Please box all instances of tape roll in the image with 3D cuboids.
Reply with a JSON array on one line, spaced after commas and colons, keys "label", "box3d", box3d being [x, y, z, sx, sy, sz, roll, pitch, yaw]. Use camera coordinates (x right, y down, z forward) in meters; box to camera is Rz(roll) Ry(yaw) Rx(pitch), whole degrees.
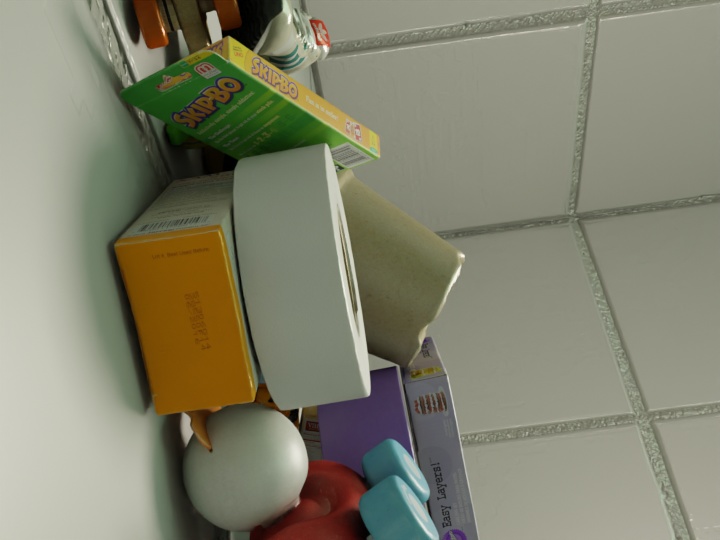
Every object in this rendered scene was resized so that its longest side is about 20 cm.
[{"label": "tape roll", "box3d": [0.016, 0.202, 0.858, 0.200, 0.085, 0.201, -11, 90, -88]}, {"label": "tape roll", "box3d": [-0.042, 0.006, 0.666, 0.202, 0.070, 0.203, -10, 90, -88]}]

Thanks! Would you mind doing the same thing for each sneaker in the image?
[{"label": "sneaker", "box3d": [-0.069, -0.219, 0.764, 0.200, 0.093, 0.071, 170, -92, -75]}]

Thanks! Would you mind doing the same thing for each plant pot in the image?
[{"label": "plant pot", "box3d": [0.000, 0.000, 0.882, 0.201, 0.183, 0.200, -63, 176, -7]}]

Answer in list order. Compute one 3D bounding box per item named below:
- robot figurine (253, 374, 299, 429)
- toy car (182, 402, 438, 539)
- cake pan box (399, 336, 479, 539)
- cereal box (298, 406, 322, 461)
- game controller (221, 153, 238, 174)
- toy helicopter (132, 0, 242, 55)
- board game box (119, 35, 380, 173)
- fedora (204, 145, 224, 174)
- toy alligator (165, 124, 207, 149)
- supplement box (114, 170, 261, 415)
[{"label": "robot figurine", "box3d": [-0.093, 0.134, 0.927, 0.200, 0.058, 0.146, -92, -176, -67]}, {"label": "toy car", "box3d": [-0.072, 0.166, 0.666, 0.200, 0.184, 0.177, 54, 4, -5]}, {"label": "cake pan box", "box3d": [0.082, 0.188, 0.929, 0.184, 0.052, 0.201, -70, 149, -83]}, {"label": "cereal box", "box3d": [-0.064, 0.240, 1.035, 0.144, 0.039, 0.201, -92, -170, -77]}, {"label": "game controller", "box3d": [-0.116, -0.065, 0.787, 0.104, 0.042, 0.201, -60, 164, -66]}, {"label": "toy helicopter", "box3d": [-0.155, -0.245, 0.745, 0.200, 0.079, 0.133, 140, -66, -84]}, {"label": "board game box", "box3d": [-0.079, -0.118, 0.659, 0.200, 0.095, 0.030, 20, 61, -52]}, {"label": "fedora", "box3d": [-0.120, -0.124, 0.915, 0.201, 0.081, 0.202, 1, 90, -89]}, {"label": "toy alligator", "box3d": [-0.143, -0.168, 0.804, 0.200, 0.054, 0.060, -95, 177, -58]}, {"label": "supplement box", "box3d": [-0.116, 0.006, 0.648, 0.200, 0.073, 0.127, -92, 173, -73]}]
